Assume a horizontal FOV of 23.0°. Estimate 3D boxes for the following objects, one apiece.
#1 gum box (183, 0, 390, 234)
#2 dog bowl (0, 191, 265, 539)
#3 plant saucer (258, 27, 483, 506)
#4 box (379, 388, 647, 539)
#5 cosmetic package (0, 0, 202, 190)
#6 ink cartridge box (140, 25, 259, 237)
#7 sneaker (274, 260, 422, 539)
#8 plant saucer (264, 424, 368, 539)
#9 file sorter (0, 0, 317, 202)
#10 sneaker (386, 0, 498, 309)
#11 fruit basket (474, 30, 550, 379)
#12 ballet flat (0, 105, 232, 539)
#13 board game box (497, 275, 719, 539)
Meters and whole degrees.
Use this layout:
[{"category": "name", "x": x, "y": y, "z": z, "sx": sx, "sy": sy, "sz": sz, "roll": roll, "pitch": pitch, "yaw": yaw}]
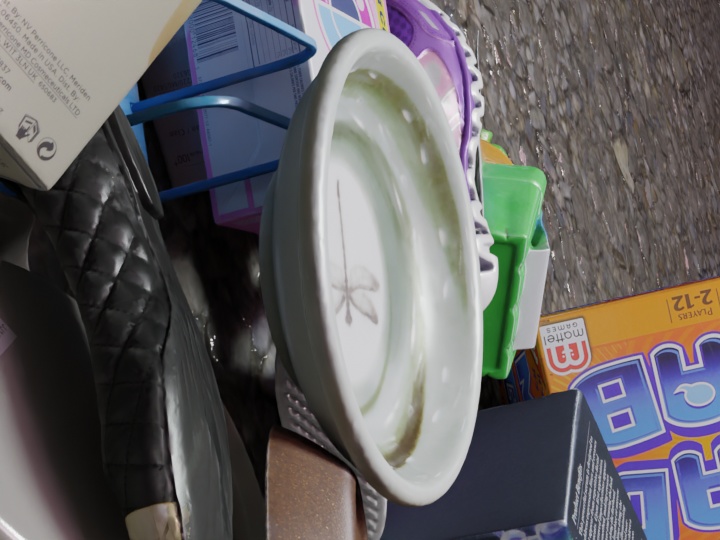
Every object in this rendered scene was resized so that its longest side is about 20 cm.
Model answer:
[{"category": "gum box", "x": -0.034, "y": -0.119, "z": 0.889, "sx": 0.113, "sy": 0.066, "sz": 0.202, "roll": 13, "pitch": 65, "yaw": -65}, {"category": "dog bowl", "x": -0.120, "y": 0.063, "z": 0.617, "sx": 0.200, "sy": 0.059, "sz": 0.200, "roll": 44, "pitch": 21, "yaw": -22}, {"category": "plant saucer", "x": 0.000, "y": 0.000, "z": 0.753, "sx": 0.200, "sy": 0.050, "sz": 0.202, "roll": -6, "pitch": 90, "yaw": -69}, {"category": "box", "x": 0.086, "y": 0.186, "z": 1.015, "sx": 0.107, "sy": 0.147, "sz": 0.201, "roll": -74, "pitch": 144, "yaw": -51}, {"category": "cosmetic package", "x": -0.098, "y": -0.132, "z": 0.638, "sx": 0.200, "sy": 0.105, "sz": 0.071, "roll": -53, "pitch": 131, "yaw": -17}, {"category": "ink cartridge box", "x": -0.046, "y": -0.071, "z": 0.979, "sx": 0.200, "sy": 0.044, "sz": 0.177, "roll": -36, "pitch": 112, "yaw": -66}, {"category": "sneaker", "x": -0.005, "y": 0.042, "z": 0.921, "sx": 0.115, "sy": 0.072, "sz": 0.201, "roll": -78, "pitch": 179, "yaw": -50}, {"category": "plant saucer", "x": -0.009, "y": 0.160, "z": 0.696, "sx": 0.200, "sy": 0.034, "sz": 0.202, "roll": -5, "pitch": 90, "yaw": -89}, {"category": "file sorter", "x": -0.099, "y": -0.138, "z": 0.783, "sx": 0.139, "sy": 0.122, "sz": 0.202, "roll": 13, "pitch": 66, "yaw": -65}, {"category": "sneaker", "x": 0.021, "y": -0.068, "z": 0.989, "sx": 0.088, "sy": 0.080, "sz": 0.202, "roll": 12, "pitch": 65, "yaw": -54}, {"category": "fruit basket", "x": 0.074, "y": -0.030, "z": 1.137, "sx": 0.200, "sy": 0.093, "sz": 0.186, "roll": -76, "pitch": 172, "yaw": -59}, {"category": "ballet flat", "x": -0.087, "y": 0.025, "z": 0.622, "sx": 0.067, "sy": 0.056, "sz": 0.201, "roll": 61, "pitch": 9, "yaw": -61}, {"category": "board game box", "x": 0.216, "y": 0.113, "z": 1.224, "sx": 0.200, "sy": 0.198, "sz": 0.202, "roll": 137, "pitch": -60, "yaw": -84}]
